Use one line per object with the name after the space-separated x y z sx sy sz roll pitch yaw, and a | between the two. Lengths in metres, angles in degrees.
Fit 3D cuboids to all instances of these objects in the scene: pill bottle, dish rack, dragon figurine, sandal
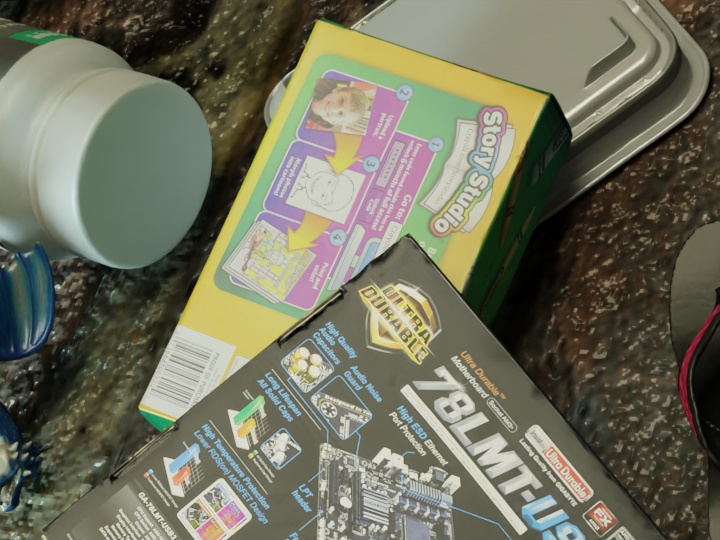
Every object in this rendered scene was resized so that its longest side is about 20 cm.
-0.178 -0.069 1.281 0.200 0.113 0.113 17 67 38 | pill bottle
0.050 -0.089 1.210 0.200 0.044 0.172 -35 46 2 | dish rack
-0.187 0.013 1.205 0.059 0.099 0.201 -2 79 37 | dragon figurine
0.165 0.053 1.032 0.075 0.045 0.200 -17 50 19 | sandal

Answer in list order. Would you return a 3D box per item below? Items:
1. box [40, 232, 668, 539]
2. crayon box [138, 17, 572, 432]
0.006 0.122 1.022 0.198 0.050 0.200 -39 72 -3 | box
0.000 0.000 1.118 0.119 0.058 0.200 20 78 21 | crayon box
